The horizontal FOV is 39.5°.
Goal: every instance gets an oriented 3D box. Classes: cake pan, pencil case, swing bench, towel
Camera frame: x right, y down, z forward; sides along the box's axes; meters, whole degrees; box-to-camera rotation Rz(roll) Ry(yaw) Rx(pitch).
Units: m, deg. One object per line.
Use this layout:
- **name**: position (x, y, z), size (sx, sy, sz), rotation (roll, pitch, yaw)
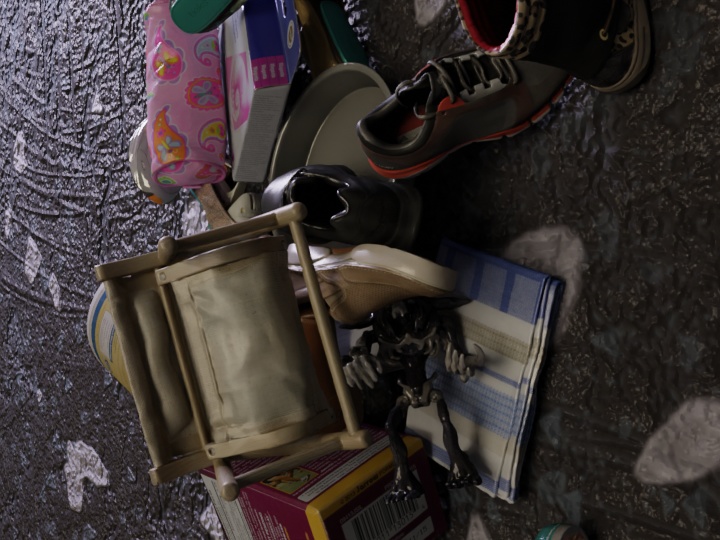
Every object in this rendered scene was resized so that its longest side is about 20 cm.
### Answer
- **cake pan**: position (-0.017, -0.091, 0.937), size (0.200, 0.037, 0.201), rotation (-15, 71, 50)
- **pencil case**: position (-0.188, -0.190, 1.077), size (0.087, 0.087, 0.201), rotation (-25, 66, 48)
- **swing bench**: position (-0.113, 0.067, 0.827), size (0.200, 0.129, 0.200), rotation (-13, 93, 61)
- **towel**: position (0.102, 0.084, 0.874), size (0.147, 0.024, 0.201), rotation (22, 106, 50)

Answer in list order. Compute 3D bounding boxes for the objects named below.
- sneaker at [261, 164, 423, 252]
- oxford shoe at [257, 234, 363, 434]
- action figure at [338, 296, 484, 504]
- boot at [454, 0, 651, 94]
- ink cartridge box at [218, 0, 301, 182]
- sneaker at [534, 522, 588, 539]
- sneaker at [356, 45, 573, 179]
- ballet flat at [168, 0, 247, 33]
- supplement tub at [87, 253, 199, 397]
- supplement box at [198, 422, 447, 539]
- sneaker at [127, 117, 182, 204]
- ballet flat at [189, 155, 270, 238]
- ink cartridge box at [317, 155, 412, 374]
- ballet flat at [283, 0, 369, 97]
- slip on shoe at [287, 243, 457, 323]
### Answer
- **sneaker**: position (-0.036, -0.061, 0.851), size (0.200, 0.091, 0.076), rotation (8, 88, 53)
- **oxford shoe**: position (-0.065, 0.062, 0.921), size (0.071, 0.071, 0.201), rotation (-34, 77, 50)
- **action figure**: position (0.047, 0.085, 0.837), size (0.102, 0.118, 0.201), rotation (75, -177, -80)
- **boot**: position (0.133, -0.231, 0.724), size (0.073, 0.150, 0.201), rotation (-13, 81, 50)
- **ink cartridge box**: position (-0.110, -0.227, 1.032), size (0.200, 0.043, 0.197), rotation (113, 152, -54)
- **sneaker**: position (0.135, 0.292, 0.803), size (0.080, 0.071, 0.201), rotation (13, 102, 45)
- **sneaker**: position (0.084, -0.140, 0.793), size (0.200, 0.082, 0.077), rotation (-33, 70, 12)
- **ballet flat**: position (-0.108, -0.297, 0.958), size (0.200, 0.074, 0.075), rotation (-19, 76, 35)
- **supplement tub**: position (-0.176, 0.080, 1.021), size (0.200, 0.144, 0.145), rotation (31, 114, 46)
- **supplement box**: position (-0.039, 0.213, 0.946), size (0.200, 0.131, 0.104), rotation (6, 119, 51)
- **sneaker**: position (-0.197, -0.170, 1.144), size (0.092, 0.076, 0.201), rotation (-10, 57, 42)
- **ballet flat**: position (-0.144, -0.074, 1.136), size (0.067, 0.068, 0.200), rotation (-50, 54, 20)
- **ink cartridge box**: position (0.000, 0.000, 0.968), size (0.109, 0.050, 0.201), rotation (-21, 66, 49)
- **ballet flat**: position (-0.049, -0.263, 1.006), size (0.063, 0.068, 0.201), rotation (-32, 66, 42)
- **slip on shoe**: position (0.000, 0.015, 0.809), size (0.200, 0.076, 0.061), rotation (6, 79, 50)
